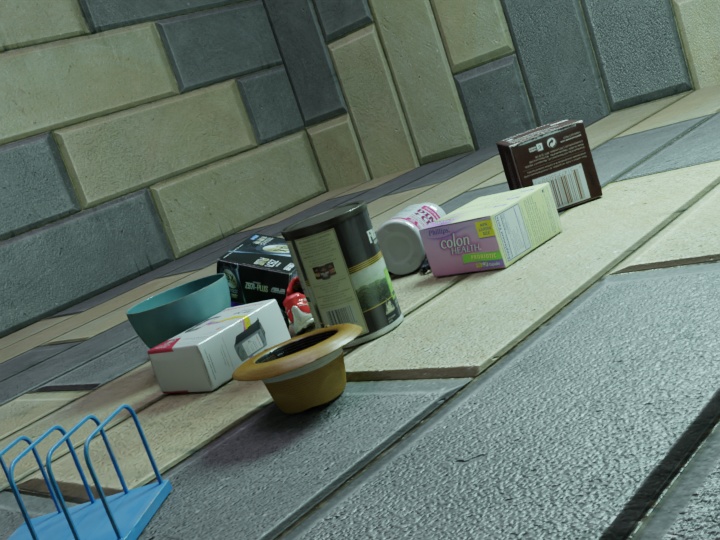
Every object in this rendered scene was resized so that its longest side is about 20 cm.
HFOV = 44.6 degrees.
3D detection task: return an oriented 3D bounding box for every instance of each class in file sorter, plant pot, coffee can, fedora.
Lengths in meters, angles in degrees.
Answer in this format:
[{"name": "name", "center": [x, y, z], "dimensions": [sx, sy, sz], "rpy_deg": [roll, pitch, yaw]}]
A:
[{"name": "file sorter", "center": [-0.339, 0.246, 0.973], "dimensions": [0.197, 0.124, 0.139], "rpy_deg": [-17, 11, 11]}, {"name": "plant pot", "center": [-0.327, 0.105, 1.667], "dimensions": [0.197, 0.137, 0.200], "rpy_deg": [-19, 10, 3]}, {"name": "coffee can", "center": [-0.028, 0.006, 1.418], "dimensions": [0.144, 0.203, 0.146], "rpy_deg": [-18, 10, 3]}, {"name": "fedora", "center": [-0.073, 0.135, 1.164], "dimensions": [0.198, 0.083, 0.201], "rpy_deg": [-20, 4, 2]}]

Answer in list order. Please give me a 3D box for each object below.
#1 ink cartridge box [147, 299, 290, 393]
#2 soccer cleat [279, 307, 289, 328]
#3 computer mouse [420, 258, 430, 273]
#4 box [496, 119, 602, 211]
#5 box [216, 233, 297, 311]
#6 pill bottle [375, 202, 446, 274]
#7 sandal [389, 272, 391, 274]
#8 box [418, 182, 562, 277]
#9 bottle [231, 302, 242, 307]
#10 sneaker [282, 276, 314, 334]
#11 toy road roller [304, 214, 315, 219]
[{"name": "ink cartridge box", "center": [-0.242, 0.131, 1.514], "dimensions": [0.146, 0.087, 0.199], "rpy_deg": [-11, 14, 41]}, {"name": "soccer cleat", "center": [-0.172, 0.090, 1.667], "dimensions": [0.080, 0.069, 0.199], "rpy_deg": [-10, 3, -30]}, {"name": "computer mouse", "center": [0.185, -0.039, 1.769], "dimensions": [0.199, 0.034, 0.058], "rpy_deg": [-37, 10, -39]}, {"name": "box", "center": [0.405, -0.222, 1.903], "dimensions": [0.164, 0.167, 0.200], "rpy_deg": [-19, 10, 3]}, {"name": "box", "center": [-0.187, 0.001, 1.825], "dimensions": [0.161, 0.088, 0.200], "rpy_deg": [11, 21, 15]}, {"name": "pill bottle", "center": [0.111, -0.073, 1.827], "dimensions": [0.112, 0.115, 0.200], "rpy_deg": [-15, 11, 26]}, {"name": "sandal", "center": [-0.021, -0.004, 1.821], "dimensions": [0.197, 0.043, 0.076], "rpy_deg": [-17, 28, -17]}, {"name": "box", "center": [0.243, -0.075, 1.631], "dimensions": [0.175, 0.098, 0.199], "rpy_deg": [-9, 14, 47]}, {"name": "bottle", "center": [-0.245, 0.066, 1.922], "dimensions": [0.082, 0.066, 0.200], "rpy_deg": [-15, 9, -8]}, {"name": "sneaker", "center": [-0.098, 0.047, 1.643], "dimensions": [0.076, 0.086, 0.200], "rpy_deg": [-30, 8, 12]}, {"name": "toy road roller", "center": [-0.049, -0.031, 1.955], "dimensions": [0.198, 0.148, 0.123], "rpy_deg": [23, 10, 20]}]
